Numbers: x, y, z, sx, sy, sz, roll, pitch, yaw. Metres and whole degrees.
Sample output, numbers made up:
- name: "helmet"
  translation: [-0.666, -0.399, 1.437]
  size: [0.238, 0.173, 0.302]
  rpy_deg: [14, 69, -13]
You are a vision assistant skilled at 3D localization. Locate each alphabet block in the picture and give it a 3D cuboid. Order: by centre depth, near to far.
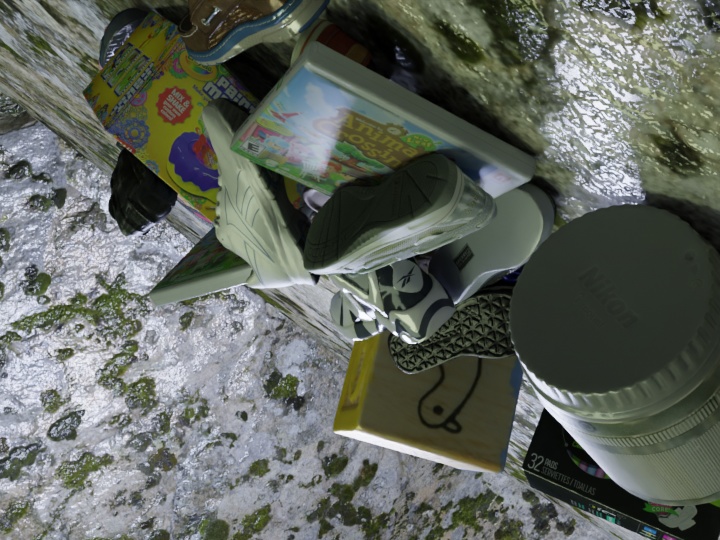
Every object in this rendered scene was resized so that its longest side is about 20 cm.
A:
- name: "alphabet block"
  translation: [0.089, 0.147, 1.171]
  size: [0.196, 0.199, 0.196]
  rpy_deg: [16, 165, -8]

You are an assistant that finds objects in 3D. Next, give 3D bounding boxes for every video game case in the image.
- name: "video game case"
  translation: [0.011, -0.093, 0.711]
  size: [0.197, 0.022, 0.181]
  rpy_deg: [24, 158, -20]
- name: "video game case"
  translation: [-0.130, -0.036, 1.022]
  size: [0.197, 0.183, 0.022]
  rpy_deg: [-14, 117, 39]

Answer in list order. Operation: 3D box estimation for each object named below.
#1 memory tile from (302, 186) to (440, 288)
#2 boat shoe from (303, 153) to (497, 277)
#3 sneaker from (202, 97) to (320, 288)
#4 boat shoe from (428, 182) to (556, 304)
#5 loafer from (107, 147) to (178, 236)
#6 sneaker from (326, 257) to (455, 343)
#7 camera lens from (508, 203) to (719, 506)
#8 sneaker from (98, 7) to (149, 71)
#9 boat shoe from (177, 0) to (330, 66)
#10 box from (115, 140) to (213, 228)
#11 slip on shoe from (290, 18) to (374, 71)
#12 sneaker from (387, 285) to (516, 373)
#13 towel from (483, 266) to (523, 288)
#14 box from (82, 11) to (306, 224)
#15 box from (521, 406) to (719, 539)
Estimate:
- name: "memory tile"
  translation: [0.025, -0.026, 0.897]
  size: [0.150, 0.017, 0.201]
  rpy_deg: [8, 150, 14]
- name: "boat shoe"
  translation: [0.022, -0.035, 0.724]
  size: [0.064, 0.076, 0.200]
  rpy_deg: [26, 149, -31]
- name: "sneaker"
  translation: [-0.106, -0.062, 0.825]
  size: [0.075, 0.085, 0.203]
  rpy_deg: [-77, -32, -61]
- name: "boat shoe"
  translation: [0.122, -0.028, 0.787]
  size: [0.070, 0.056, 0.200]
  rpy_deg: [62, 153, 9]
- name: "loafer"
  translation: [-0.240, -0.083, 0.932]
  size: [0.068, 0.071, 0.200]
  rpy_deg: [42, 180, -24]
- name: "sneaker"
  translation: [0.000, 0.000, 0.868]
  size: [0.131, 0.079, 0.199]
  rpy_deg: [56, 165, -16]
- name: "camera lens"
  translation: [0.214, 0.068, 0.647]
  size: [0.159, 0.161, 0.200]
  rpy_deg: [24, 166, 47]
- name: "sneaker"
  translation: [-0.284, -0.268, 1.038]
  size: [0.084, 0.069, 0.200]
  rpy_deg: [70, 157, 8]
- name: "boat shoe"
  translation: [-0.096, -0.213, 0.670]
  size: [0.072, 0.073, 0.198]
  rpy_deg: [45, 157, -28]
- name: "box"
  translation: [-0.202, -0.143, 1.163]
  size: [0.105, 0.123, 0.200]
  rpy_deg: [28, 167, 37]
- name: "slip on shoe"
  translation: [-0.013, -0.133, 0.747]
  size: [0.060, 0.075, 0.201]
  rpy_deg: [29, 164, 13]
- name: "sneaker"
  translation: [0.115, 0.051, 0.921]
  size: [0.197, 0.083, 0.073]
  rpy_deg: [-15, 100, 35]
- name: "towel"
  translation: [0.159, 0.027, 0.961]
  size: [0.146, 0.050, 0.200]
  rpy_deg: [27, 167, 42]
- name: "box"
  translation: [-0.165, -0.146, 0.919]
  size: [0.200, 0.122, 0.192]
  rpy_deg: [43, 179, -31]
- name: "box"
  translation: [0.290, 0.191, 0.927]
  size: [0.197, 0.151, 0.125]
  rpy_deg: [19, 165, 22]
